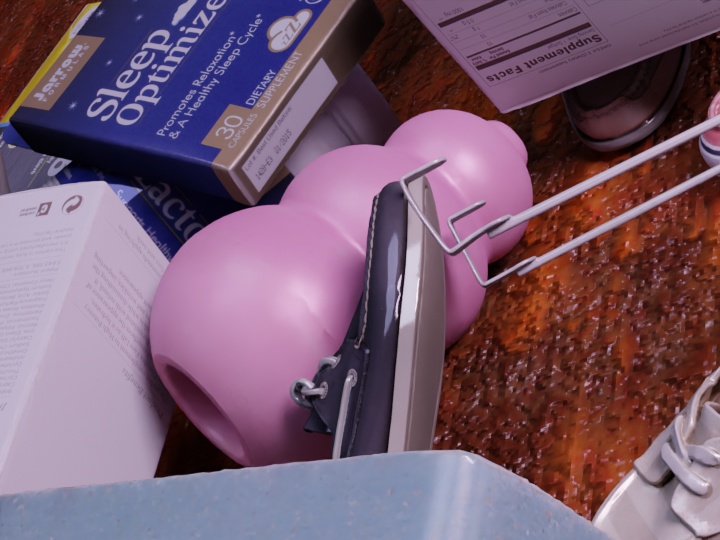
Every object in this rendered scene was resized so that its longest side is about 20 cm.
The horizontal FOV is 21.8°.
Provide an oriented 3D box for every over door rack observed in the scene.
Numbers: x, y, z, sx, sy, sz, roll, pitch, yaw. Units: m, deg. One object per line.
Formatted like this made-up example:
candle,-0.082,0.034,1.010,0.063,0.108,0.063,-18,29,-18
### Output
over door rack,0.127,-0.026,0.722,0.200,0.067,0.148,-15,-8,7

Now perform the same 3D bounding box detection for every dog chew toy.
dog chew toy,0.000,0.000,0.860,0.200,0.125,0.124,-42,31,-19

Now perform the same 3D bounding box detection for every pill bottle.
pill bottle,-0.080,-0.045,0.995,0.200,0.116,0.116,-41,32,-2

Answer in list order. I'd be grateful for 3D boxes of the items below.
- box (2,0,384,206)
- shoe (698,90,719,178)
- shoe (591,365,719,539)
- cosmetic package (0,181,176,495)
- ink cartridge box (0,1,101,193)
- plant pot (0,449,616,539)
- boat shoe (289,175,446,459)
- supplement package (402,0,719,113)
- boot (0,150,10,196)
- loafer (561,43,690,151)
box,-0.097,-0.102,0.948,0.200,0.032,0.121,13,61,41
shoe,0.219,-0.128,0.815,0.200,0.091,0.072,-36,32,5
shoe,0.152,0.048,0.698,0.200,0.053,0.070,-42,32,-5
cosmetic package,-0.143,0.068,0.835,0.074,0.102,0.200,-7,47,28
ink cartridge box,-0.159,-0.109,1.227,0.200,0.047,0.198,-5,44,46
plant pot,-0.004,0.187,0.564,0.196,0.196,0.200,-10,58,38
boat shoe,-0.003,0.057,0.754,0.063,0.073,0.200,3,80,13
supplement package,0.114,-0.200,0.877,0.156,0.111,0.200,-19,39,37
boot,-0.220,0.037,0.952,0.182,0.200,0.073,-14,11,37
loafer,0.128,-0.145,0.956,0.072,0.063,0.200,-18,37,29
